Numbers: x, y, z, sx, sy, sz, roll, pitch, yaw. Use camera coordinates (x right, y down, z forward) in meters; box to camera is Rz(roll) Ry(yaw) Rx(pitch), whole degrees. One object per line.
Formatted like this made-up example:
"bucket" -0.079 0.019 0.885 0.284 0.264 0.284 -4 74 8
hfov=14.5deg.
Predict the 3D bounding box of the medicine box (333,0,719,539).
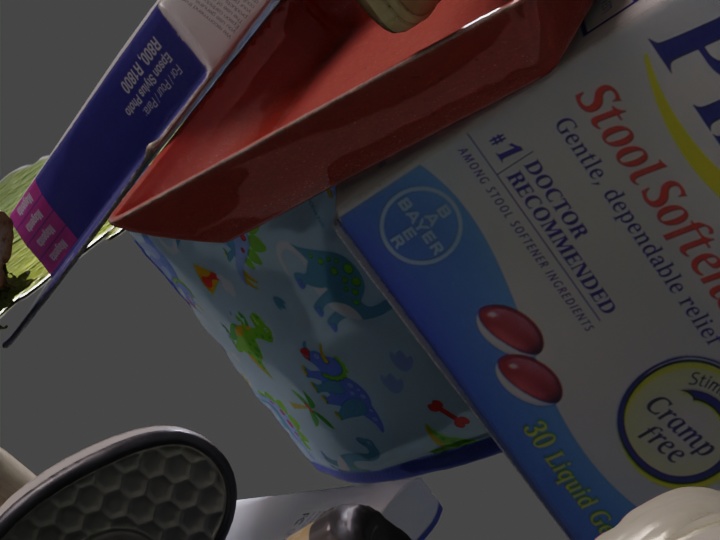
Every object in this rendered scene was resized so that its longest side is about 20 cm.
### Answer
"medicine box" 0.120 -0.021 1.042 0.200 0.182 0.103 -33 17 13

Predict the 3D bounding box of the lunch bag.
"lunch bag" 0.000 0.000 1.258 0.200 0.170 0.127 -24 18 43

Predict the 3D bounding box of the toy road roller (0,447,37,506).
"toy road roller" -0.227 0.156 1.395 0.200 0.123 0.146 -12 40 54

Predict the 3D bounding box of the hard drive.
"hard drive" -0.065 0.148 1.241 0.132 0.025 0.200 -46 19 -31

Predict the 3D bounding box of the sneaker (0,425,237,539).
"sneaker" -0.139 0.115 1.078 0.202 0.077 0.146 -42 19 2

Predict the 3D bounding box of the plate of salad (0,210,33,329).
"plate of salad" -0.191 0.061 1.165 0.200 0.048 0.200 -62 -7 -13

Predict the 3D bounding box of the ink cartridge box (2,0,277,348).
"ink cartridge box" -0.083 -0.084 1.192 0.200 0.043 0.196 -54 5 -35

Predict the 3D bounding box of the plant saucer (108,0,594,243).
"plant saucer" 0.022 -0.090 1.046 0.200 0.037 0.200 -26 19 33

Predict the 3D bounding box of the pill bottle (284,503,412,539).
"pill bottle" -0.054 0.177 0.981 0.200 0.112 0.112 -33 16 11

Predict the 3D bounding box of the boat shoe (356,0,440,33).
"boat shoe" 0.029 -0.144 0.985 0.064 0.071 0.200 -31 15 23

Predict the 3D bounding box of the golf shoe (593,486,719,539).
"golf shoe" 0.072 0.144 0.885 0.200 0.075 0.091 -43 21 -18
